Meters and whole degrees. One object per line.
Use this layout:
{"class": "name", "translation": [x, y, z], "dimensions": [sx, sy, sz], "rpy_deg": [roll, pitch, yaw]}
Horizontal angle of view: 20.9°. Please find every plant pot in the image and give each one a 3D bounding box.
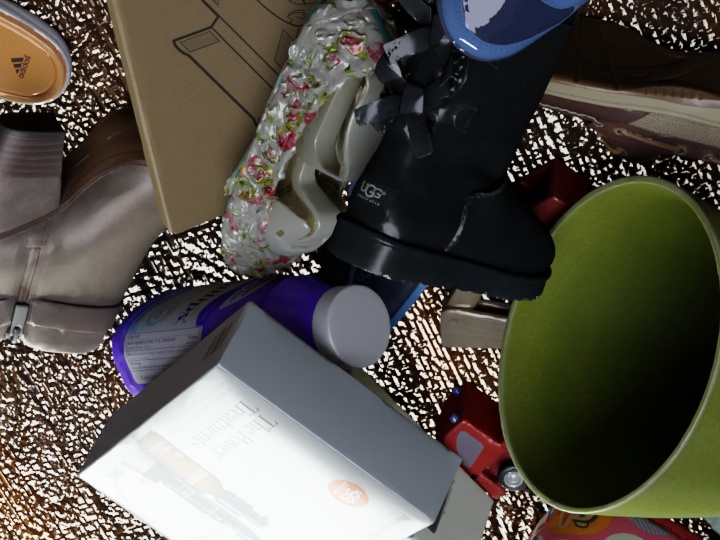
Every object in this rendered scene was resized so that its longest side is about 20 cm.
{"class": "plant pot", "translation": [0.213, 0.062, 1.110], "dimensions": [0.199, 0.188, 0.187], "rpy_deg": [16, 125, -31]}

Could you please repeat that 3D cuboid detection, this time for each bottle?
{"class": "bottle", "translation": [-0.064, 0.040, 1.151], "dimensions": [0.199, 0.083, 0.066], "rpy_deg": [-8, 110, 50]}

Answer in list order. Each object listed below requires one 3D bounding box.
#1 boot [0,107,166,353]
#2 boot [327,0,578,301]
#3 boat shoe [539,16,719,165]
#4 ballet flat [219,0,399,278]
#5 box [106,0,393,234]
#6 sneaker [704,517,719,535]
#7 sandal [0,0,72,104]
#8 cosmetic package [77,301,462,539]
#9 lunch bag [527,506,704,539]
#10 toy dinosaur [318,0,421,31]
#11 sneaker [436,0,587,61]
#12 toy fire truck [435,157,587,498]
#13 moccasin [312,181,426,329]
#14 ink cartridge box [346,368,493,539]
{"class": "boot", "translation": [-0.152, -0.019, 1.164], "dimensions": [0.199, 0.070, 0.147], "rpy_deg": [5, 118, -16]}
{"class": "boot", "translation": [0.069, -0.073, 1.034], "dimensions": [0.073, 0.198, 0.163], "rpy_deg": [29, 102, 32]}
{"class": "boat shoe", "translation": [0.159, -0.090, 1.110], "dimensions": [0.199, 0.072, 0.072], "rpy_deg": [10, 129, 0]}
{"class": "ballet flat", "translation": [-0.027, -0.059, 1.065], "dimensions": [0.075, 0.064, 0.201], "rpy_deg": [-12, 139, -35]}
{"class": "box", "translation": [-0.056, -0.138, 1.082], "dimensions": [0.163, 0.021, 0.201], "rpy_deg": [-23, 122, -19]}
{"class": "sneaker", "translation": [0.315, 0.168, 1.252], "dimensions": [0.200, 0.074, 0.119], "rpy_deg": [32, 114, -3]}
{"class": "sandal", "translation": [-0.267, -0.144, 1.121], "dimensions": [0.206, 0.059, 0.079], "rpy_deg": [21, 122, -7]}
{"class": "cosmetic package", "translation": [-0.057, 0.113, 1.122], "dimensions": [0.150, 0.052, 0.200], "rpy_deg": [35, 144, -13]}
{"class": "lunch bag", "translation": [0.171, 0.246, 1.283], "dimensions": [0.176, 0.082, 0.200], "rpy_deg": [30, 135, 3]}
{"class": "toy dinosaur", "translation": [0.069, -0.182, 1.062], "dimensions": [0.199, 0.102, 0.136], "rpy_deg": [-16, 146, -29]}
{"class": "sneaker", "translation": [0.113, -0.171, 0.888], "dimensions": [0.074, 0.082, 0.200], "rpy_deg": [39, 106, -22]}
{"class": "toy fire truck", "translation": [0.099, 0.041, 1.209], "dimensions": [0.141, 0.049, 0.200], "rpy_deg": [37, 119, -17]}
{"class": "moccasin", "translation": [0.000, 0.000, 1.176], "dimensions": [0.068, 0.081, 0.200], "rpy_deg": [34, 119, -8]}
{"class": "ink cartridge box", "translation": [0.000, 0.144, 1.239], "dimensions": [0.115, 0.067, 0.200], "rpy_deg": [-9, 137, 40]}
